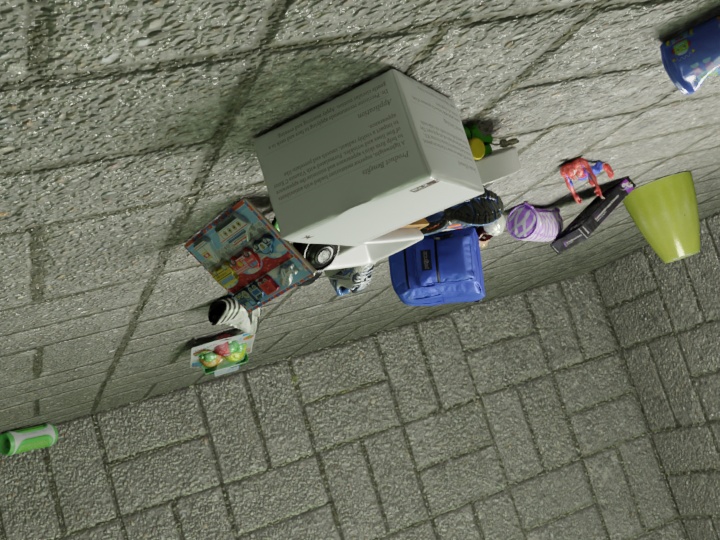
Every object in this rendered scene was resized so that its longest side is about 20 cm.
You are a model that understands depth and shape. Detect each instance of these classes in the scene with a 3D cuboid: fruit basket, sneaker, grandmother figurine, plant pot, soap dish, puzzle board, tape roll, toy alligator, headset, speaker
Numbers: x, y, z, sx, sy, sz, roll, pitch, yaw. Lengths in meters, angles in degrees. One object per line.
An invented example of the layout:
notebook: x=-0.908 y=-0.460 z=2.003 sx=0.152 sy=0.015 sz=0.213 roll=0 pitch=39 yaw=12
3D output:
fruit basket: x=-0.380 y=0.227 z=2.480 sx=0.184 sy=0.094 sz=0.200 roll=-15 pitch=167 yaw=-18
sneaker: x=0.000 y=0.000 z=1.907 sx=0.077 sy=0.086 sz=0.200 roll=-11 pitch=168 yaw=-35
sneaker: x=-0.288 y=0.096 z=2.015 sx=0.114 sy=0.076 sz=0.201 roll=-7 pitch=160 yaw=-13
grandmother figurine: x=0.282 y=-0.087 z=2.043 sx=0.121 sy=0.061 sz=0.200 roll=-44 pitch=175 yaw=-17
plant pot: x=0.806 y=-0.129 z=2.331 sx=0.186 sy=0.202 sz=0.187 roll=-18 pitch=171 yaw=-3
soap dish: x=0.000 y=-0.064 z=1.549 sx=0.157 sy=0.082 sz=0.199 roll=-26 pitch=168 yaw=38
puzzle board: x=-0.172 y=-0.016 z=1.343 sx=0.200 sy=0.151 sz=0.017 roll=-29 pitch=-160 yaw=49
tape roll: x=0.139 y=-0.142 z=1.335 sx=0.201 sy=0.037 sz=0.203 roll=-15 pitch=-172 yaw=2
toy alligator: x=0.147 y=-0.181 z=1.255 sx=0.199 sy=0.055 sz=0.059 roll=-23 pitch=-168 yaw=-34
headset: x=-0.089 y=-0.061 z=1.321 sx=0.093 sy=0.124 sz=0.200 roll=-3 pitch=145 yaw=-40
sneaker: x=0.174 y=-0.110 z=1.689 sx=0.198 sy=0.076 sz=0.078 roll=-8 pitch=178 yaw=-9
speaker: x=-1.158 y=0.588 z=3.115 sx=0.088 sy=0.089 sz=0.199 roll=-23 pitch=169 yaw=29

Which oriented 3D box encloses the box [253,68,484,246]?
box: x=0.015 y=-0.125 z=1.075 sx=0.198 sy=0.132 sz=0.200 roll=-22 pitch=170 yaw=24

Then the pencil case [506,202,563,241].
pencil case: x=0.408 y=-0.110 z=2.066 sx=0.199 sy=0.084 sz=0.086 roll=-6 pitch=130 yaw=-60

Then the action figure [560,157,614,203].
action figure: x=0.452 y=-0.170 z=1.762 sx=0.065 sy=0.100 sz=0.199 roll=-25 pitch=166 yaw=32

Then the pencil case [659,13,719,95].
pencil case: x=0.486 y=-0.296 z=1.134 sx=0.199 sy=0.079 sz=0.087 roll=-23 pitch=147 yaw=33

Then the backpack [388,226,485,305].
backpack: x=0.158 y=-0.014 z=1.927 sx=0.198 sy=0.164 sz=0.168 roll=-7 pitch=164 yaw=12

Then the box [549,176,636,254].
box: x=0.548 y=-0.128 z=2.111 sx=0.200 sy=0.036 sz=0.143 roll=-42 pitch=180 yaw=-21
